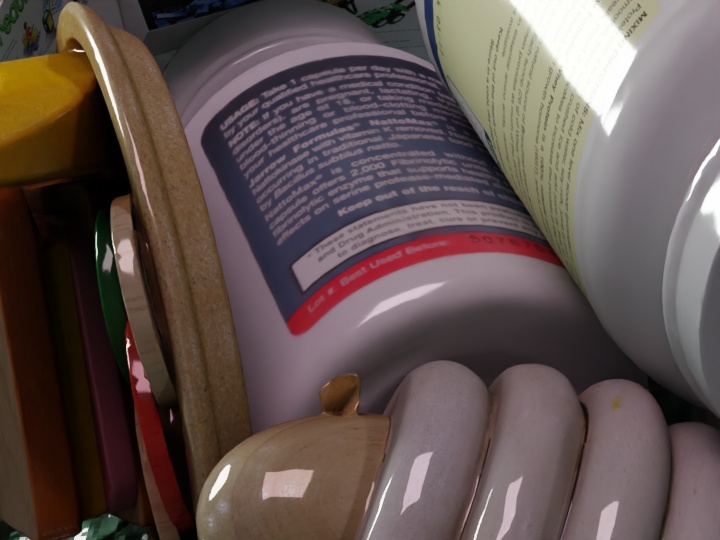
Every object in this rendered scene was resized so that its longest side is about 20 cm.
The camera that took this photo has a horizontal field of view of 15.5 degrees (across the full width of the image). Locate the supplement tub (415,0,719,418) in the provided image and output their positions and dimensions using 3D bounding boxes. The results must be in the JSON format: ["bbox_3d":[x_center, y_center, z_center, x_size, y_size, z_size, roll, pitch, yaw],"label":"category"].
[{"bbox_3d":[0.108,-0.051,0.708,0.144,0.146,0.200,-21,37,-5],"label":"supplement tub"}]

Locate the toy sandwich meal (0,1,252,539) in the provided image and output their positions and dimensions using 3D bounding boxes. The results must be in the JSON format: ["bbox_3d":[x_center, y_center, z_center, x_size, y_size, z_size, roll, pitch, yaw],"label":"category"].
[{"bbox_3d":[-0.084,0.018,0.759,0.070,0.206,0.206,-12,36,-12],"label":"toy sandwich meal"}]

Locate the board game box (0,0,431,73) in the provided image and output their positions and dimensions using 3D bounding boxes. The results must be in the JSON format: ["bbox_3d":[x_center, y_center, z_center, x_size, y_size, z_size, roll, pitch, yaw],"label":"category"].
[{"bbox_3d":[-0.015,-0.106,0.892,0.199,0.126,0.035,-7,64,-34],"label":"board game box"}]

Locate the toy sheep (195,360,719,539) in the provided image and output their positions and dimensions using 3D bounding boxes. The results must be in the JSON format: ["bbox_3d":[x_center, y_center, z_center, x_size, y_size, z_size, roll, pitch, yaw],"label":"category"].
[{"bbox_3d":[0.052,0.091,0.669,0.199,0.138,0.138,24,42,-6],"label":"toy sheep"}]

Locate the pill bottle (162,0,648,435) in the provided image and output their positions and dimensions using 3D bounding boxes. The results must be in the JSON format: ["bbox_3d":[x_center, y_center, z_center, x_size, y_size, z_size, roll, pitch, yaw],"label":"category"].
[{"bbox_3d":[0.000,0.000,0.813,0.119,0.120,0.200,-21,37,-5],"label":"pill bottle"}]
